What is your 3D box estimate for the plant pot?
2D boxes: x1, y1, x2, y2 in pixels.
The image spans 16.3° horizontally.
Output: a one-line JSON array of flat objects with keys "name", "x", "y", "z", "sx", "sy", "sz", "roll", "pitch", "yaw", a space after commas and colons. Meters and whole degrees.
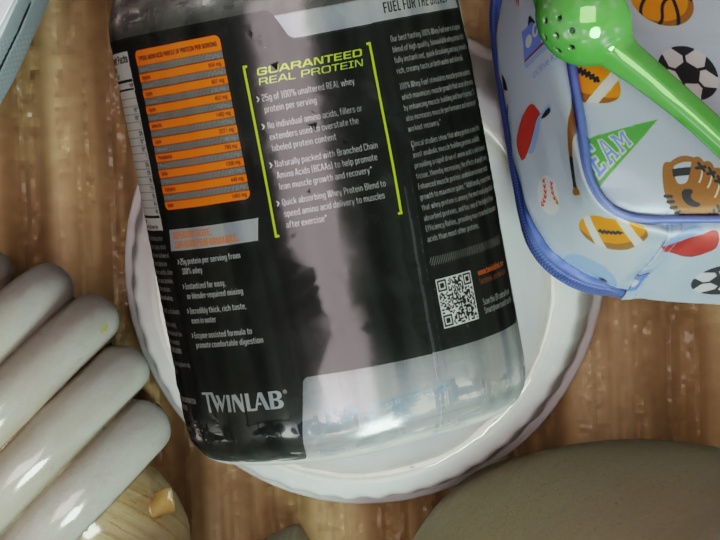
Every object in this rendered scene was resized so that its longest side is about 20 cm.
[{"name": "plant pot", "x": 0.089, "y": 0.146, "z": 0.981, "sx": 0.134, "sy": 0.200, "sz": 0.201, "roll": 28, "pitch": 98, "yaw": 35}]

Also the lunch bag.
[{"name": "lunch bag", "x": 0.152, "y": -0.068, "z": 0.956, "sx": 0.200, "sy": 0.076, "sz": 0.161, "roll": 1, "pitch": 60, "yaw": -18}]

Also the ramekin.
[{"name": "ramekin", "x": 0.000, "y": 0.000, "z": 1.000, "sx": 0.202, "sy": 0.094, "sz": 0.203, "roll": 0, "pitch": 96, "yaw": 3}]

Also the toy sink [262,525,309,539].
[{"name": "toy sink", "x": -0.064, "y": 0.186, "z": 0.969, "sx": 0.130, "sy": 0.200, "sz": 0.112, "roll": -28, "pitch": 94, "yaw": 6}]

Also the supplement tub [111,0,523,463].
[{"name": "supplement tub", "x": -0.018, "y": -0.041, "z": 0.881, "sx": 0.122, "sy": 0.123, "sz": 0.200, "roll": -10, "pitch": 95, "yaw": 4}]

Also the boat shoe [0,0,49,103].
[{"name": "boat shoe", "x": -0.134, "y": -0.139, "z": 0.932, "sx": 0.062, "sy": 0.072, "sz": 0.200, "roll": 29, "pitch": 98, "yaw": 4}]

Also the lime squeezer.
[{"name": "lime squeezer", "x": 0.090, "y": -0.113, "z": 0.896, "sx": 0.070, "sy": 0.038, "sz": 0.200, "roll": -11, "pitch": 62, "yaw": -12}]

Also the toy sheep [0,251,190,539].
[{"name": "toy sheep", "x": -0.146, "y": 0.053, "z": 0.991, "sx": 0.200, "sy": 0.138, "sz": 0.138, "roll": 40, "pitch": 96, "yaw": -1}]
